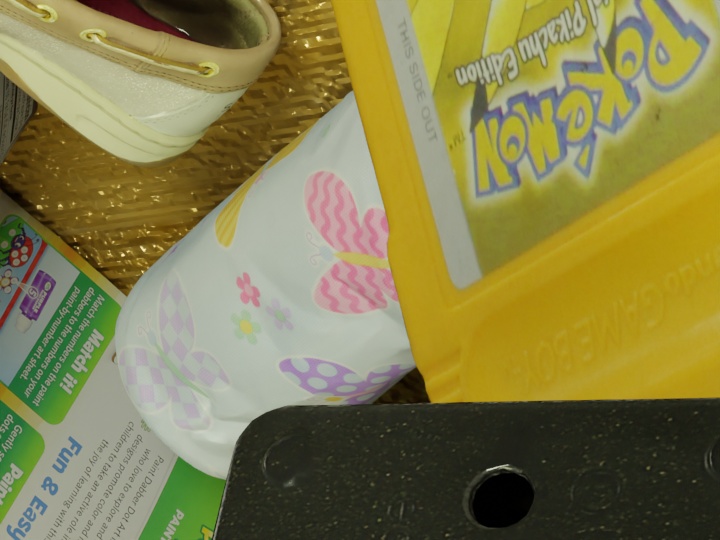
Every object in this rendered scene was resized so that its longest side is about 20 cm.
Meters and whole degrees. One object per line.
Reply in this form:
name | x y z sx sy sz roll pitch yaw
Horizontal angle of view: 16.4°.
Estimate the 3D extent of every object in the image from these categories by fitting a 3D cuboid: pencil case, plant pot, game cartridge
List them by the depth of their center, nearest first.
plant pot | 0.050 0.132 0.577 0.198 0.201 0.178 -2 143 21
game cartridge | 0.058 -0.055 0.618 0.032 0.202 0.176 -1 160 -36
pencil case | 0.000 0.000 0.788 0.091 0.083 0.200 46 141 -4

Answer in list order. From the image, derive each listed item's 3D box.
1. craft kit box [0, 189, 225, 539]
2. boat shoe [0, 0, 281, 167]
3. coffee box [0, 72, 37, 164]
craft kit box | -0.141 0.078 0.876 0.197 0.201 0.048 41 142 -16
boat shoe | -0.107 -0.107 0.736 0.199 0.074 0.066 31 133 -34
coffee box | -0.191 -0.026 0.783 0.112 0.201 0.080 23 147 4
